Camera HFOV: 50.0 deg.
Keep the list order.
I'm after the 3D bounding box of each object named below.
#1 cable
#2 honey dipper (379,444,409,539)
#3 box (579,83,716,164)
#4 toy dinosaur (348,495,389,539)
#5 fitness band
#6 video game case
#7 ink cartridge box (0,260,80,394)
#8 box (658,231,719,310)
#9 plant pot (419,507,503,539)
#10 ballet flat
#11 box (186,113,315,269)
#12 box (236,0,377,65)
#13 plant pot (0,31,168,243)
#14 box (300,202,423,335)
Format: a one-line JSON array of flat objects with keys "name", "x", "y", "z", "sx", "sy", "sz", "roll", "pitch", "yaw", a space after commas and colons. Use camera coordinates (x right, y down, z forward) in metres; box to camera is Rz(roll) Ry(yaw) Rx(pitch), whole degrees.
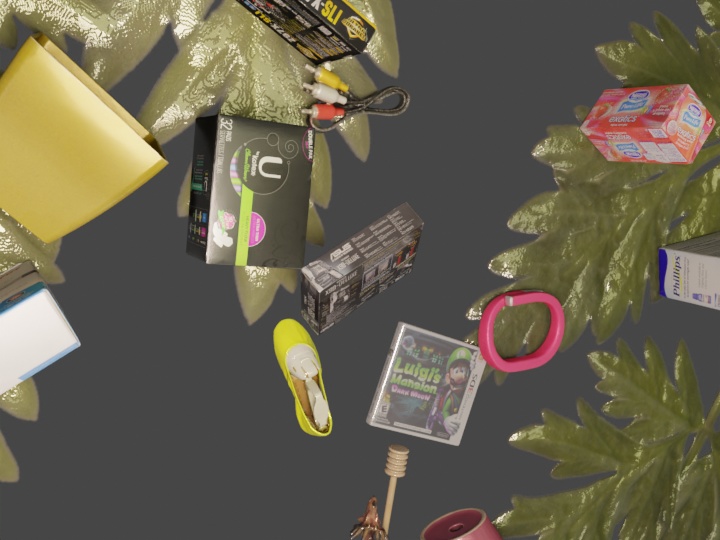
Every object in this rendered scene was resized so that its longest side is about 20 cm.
[{"name": "cable", "x": -0.007, "y": -0.254, "z": 1.199, "sx": 0.198, "sy": 0.050, "sz": 0.098, "roll": 4, "pitch": 98, "yaw": -26}, {"name": "honey dipper", "x": 0.051, "y": 0.406, "z": 1.348, "sx": 0.038, "sy": 0.038, "sz": 0.203, "roll": 5, "pitch": 97, "yaw": -27}, {"name": "box", "x": 0.509, "y": -0.259, "z": 1.379, "sx": 0.102, "sy": 0.200, "sz": 0.095, "roll": 39, "pitch": 81, "yaw": -26}, {"name": "toy dinosaur", "x": 0.032, "y": 0.491, "z": 1.281, "sx": 0.085, "sy": 0.200, "sz": 0.137, "roll": -10, "pitch": 134, "yaw": -37}, {"name": "fitness band", "x": 0.298, "y": 0.110, "z": 1.415, "sx": 0.198, "sy": 0.037, "sz": 0.146, "roll": -5, "pitch": 99, "yaw": -34}, {"name": "video game case", "x": 0.122, "y": 0.202, "z": 1.358, "sx": 0.198, "sy": 0.023, "sz": 0.184, "roll": 19, "pitch": 89, "yaw": -28}, {"name": "ink cartridge box", "x": -0.440, "y": 0.073, "z": 0.948, "sx": 0.144, "sy": 0.199, "sz": 0.084, "roll": -34, "pitch": 114, "yaw": -18}, {"name": "box", "x": 0.732, "y": 0.000, "z": 1.537, "sx": 0.182, "sy": 0.200, "sz": 0.106, "roll": -13, "pitch": 105, "yaw": -24}, {"name": "plant pot", "x": 0.194, "y": 0.533, "z": 1.367, "sx": 0.198, "sy": 0.200, "sz": 0.181, "roll": -22, "pitch": 92, "yaw": -22}, {"name": "ballet flat", "x": -0.083, "y": 0.173, "z": 1.223, "sx": 0.066, "sy": 0.067, "sz": 0.202, "roll": -20, "pitch": 107, "yaw": -22}, {"name": "box", "x": -0.160, "y": -0.111, "z": 1.105, "sx": 0.147, "sy": 0.124, "sz": 0.203, "roll": 2, "pitch": 96, "yaw": -27}, {"name": "box", "x": -0.094, "y": -0.371, "z": 1.076, "sx": 0.199, "sy": 0.159, "sz": 0.050, "roll": 34, "pitch": 84, "yaw": -27}, {"name": "plant pot", "x": -0.378, "y": -0.154, "z": 0.956, "sx": 0.177, "sy": 0.200, "sz": 0.200, "roll": -47, "pitch": 116, "yaw": -1}, {"name": "box", "x": 0.000, "y": 0.000, "z": 1.191, "sx": 0.199, "sy": 0.158, "sz": 0.050, "roll": -34, "pitch": 69, "yaw": -18}]
